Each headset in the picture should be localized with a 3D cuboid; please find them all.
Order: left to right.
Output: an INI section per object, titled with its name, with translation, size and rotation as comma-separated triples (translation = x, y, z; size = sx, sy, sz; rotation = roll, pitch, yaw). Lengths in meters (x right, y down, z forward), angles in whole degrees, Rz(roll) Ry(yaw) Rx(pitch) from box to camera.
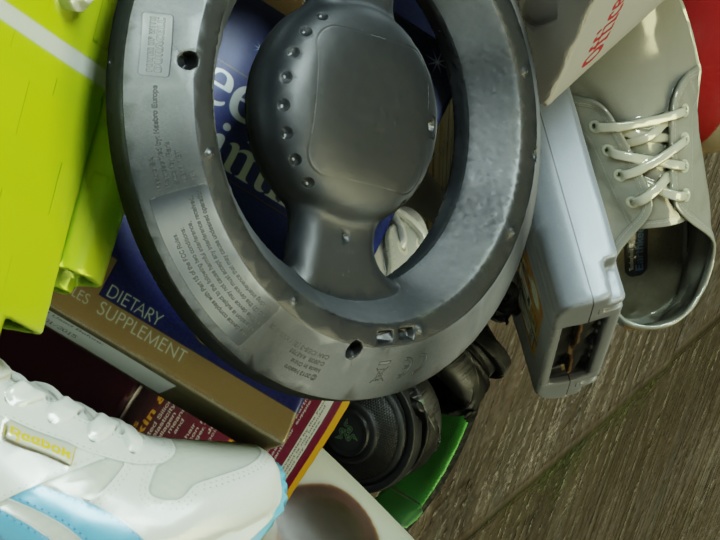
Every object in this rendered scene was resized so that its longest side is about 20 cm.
[headset]
translation = 0.034, 0.064, 1.385
size = 0.123, 0.094, 0.200
rotation = -43, 149, -38

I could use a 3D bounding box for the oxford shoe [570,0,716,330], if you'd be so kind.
[oxford shoe]
translation = 0.131, -0.058, 1.296
size = 0.075, 0.058, 0.200
rotation = -12, 115, -10

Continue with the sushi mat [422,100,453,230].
[sushi mat]
translation = 0.055, -0.103, 1.332
size = 0.096, 0.012, 0.200
rotation = -48, 155, -31

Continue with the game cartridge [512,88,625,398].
[game cartridge]
translation = 0.085, -0.023, 1.300
size = 0.041, 0.133, 0.200
rotation = -18, 166, -4

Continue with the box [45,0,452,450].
[box]
translation = -0.040, -0.051, 1.007
size = 0.200, 0.121, 0.032
rotation = -65, -164, -21

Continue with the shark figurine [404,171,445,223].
[shark figurine]
translation = 0.017, -0.097, 1.204
size = 0.089, 0.128, 0.214
rotation = -7, 160, -26

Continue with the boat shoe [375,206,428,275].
[boat shoe]
translation = 0.000, 0.000, 1.172
size = 0.069, 0.072, 0.200
rotation = -47, 159, 3

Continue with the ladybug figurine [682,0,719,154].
[ladybug figurine]
translation = 0.164, -0.154, 1.359
size = 0.072, 0.136, 0.200
rotation = 11, 81, -30

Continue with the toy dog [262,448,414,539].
[toy dog]
translation = -0.003, 0.149, 1.267
size = 0.140, 0.200, 0.194
rotation = -39, 151, -44

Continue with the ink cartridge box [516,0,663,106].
[ink cartridge box]
translation = 0.120, -0.176, 1.064
size = 0.200, 0.084, 0.145
rotation = -43, 168, -21

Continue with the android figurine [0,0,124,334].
[android figurine]
translation = -0.125, -0.055, 0.879
size = 0.182, 0.041, 0.200
rotation = 37, 65, -61

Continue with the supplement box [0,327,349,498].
[supplement box]
translation = -0.087, 0.049, 1.106
size = 0.110, 0.086, 0.200
rotation = -57, 159, -10

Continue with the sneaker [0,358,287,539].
[sneaker]
translation = -0.120, 0.066, 0.946
size = 0.200, 0.077, 0.081
rotation = 0, 96, -20

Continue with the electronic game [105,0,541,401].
[electronic game]
translation = -0.008, -0.054, 0.968
size = 0.200, 0.042, 0.200
rotation = 4, 85, -44
